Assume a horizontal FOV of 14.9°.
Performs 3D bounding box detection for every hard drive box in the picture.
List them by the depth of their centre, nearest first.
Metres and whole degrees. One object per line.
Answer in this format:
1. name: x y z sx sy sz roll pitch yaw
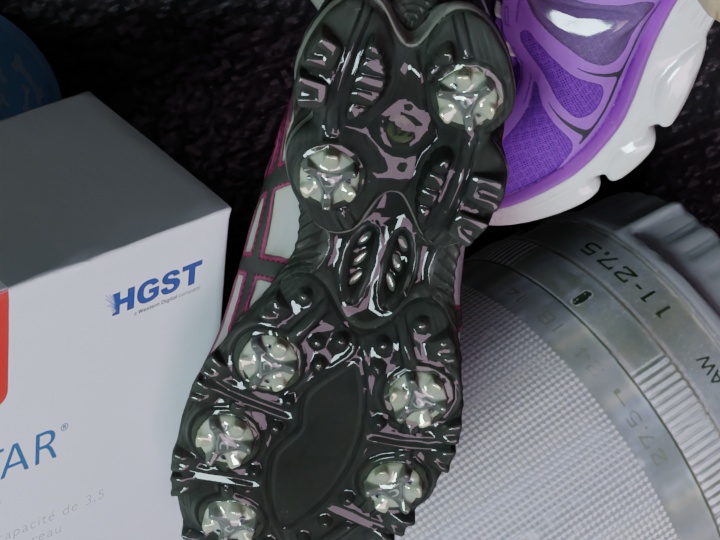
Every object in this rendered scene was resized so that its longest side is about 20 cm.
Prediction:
1. hard drive box: -0.127 0.067 0.819 0.155 0.077 0.201 -23 134 -33

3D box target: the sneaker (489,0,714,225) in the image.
1. sneaker: 0.061 -0.093 0.790 0.083 0.081 0.200 6 140 -28

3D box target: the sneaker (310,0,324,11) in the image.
1. sneaker: 0.007 -0.140 0.790 0.106 0.075 0.200 -31 159 6

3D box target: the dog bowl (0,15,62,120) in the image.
1. dog bowl: -0.191 -0.019 0.887 0.199 0.050 0.112 -15 133 2

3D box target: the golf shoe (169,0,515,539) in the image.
1. golf shoe: 0.000 0.000 0.792 0.077 0.088 0.201 16 118 -6

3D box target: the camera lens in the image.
1. camera lens: 0.045 0.084 0.921 0.200 0.160 0.160 -32 136 -19

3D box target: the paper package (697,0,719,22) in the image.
1. paper package: 0.078 -0.186 0.583 0.103 0.191 0.201 -18 123 -3
